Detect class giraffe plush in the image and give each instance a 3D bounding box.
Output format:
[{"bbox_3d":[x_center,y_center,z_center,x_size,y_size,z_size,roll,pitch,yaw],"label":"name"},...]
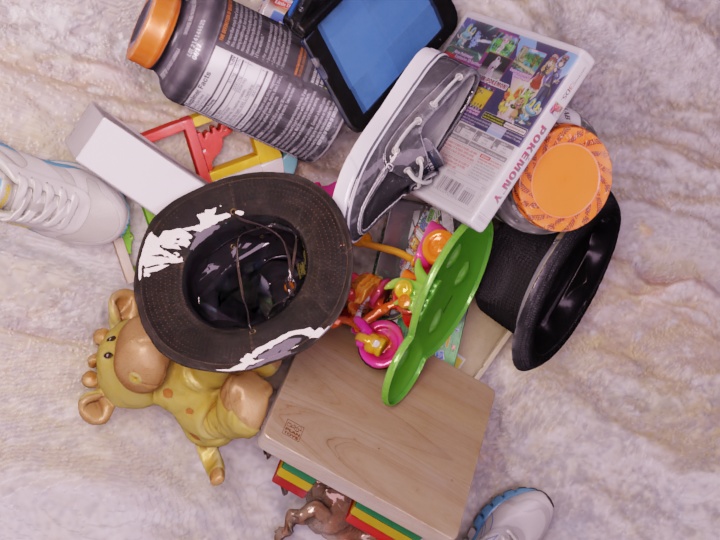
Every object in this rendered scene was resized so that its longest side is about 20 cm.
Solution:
[{"bbox_3d":[-0.174,0.089,1.469,0.160,0.174,0.201,21,132,-13],"label":"giraffe plush"}]

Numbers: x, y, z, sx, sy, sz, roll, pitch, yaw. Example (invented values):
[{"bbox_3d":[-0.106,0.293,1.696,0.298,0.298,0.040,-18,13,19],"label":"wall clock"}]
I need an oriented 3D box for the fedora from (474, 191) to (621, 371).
[{"bbox_3d":[0.179,-0.003,1.565,0.201,0.091,0.202,-45,150,-34],"label":"fedora"}]

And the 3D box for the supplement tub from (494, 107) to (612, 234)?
[{"bbox_3d":[0.154,-0.107,1.486,0.121,0.200,0.124,-5,106,-18],"label":"supplement tub"}]

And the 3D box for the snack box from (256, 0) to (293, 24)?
[{"bbox_3d":[-0.008,-0.214,1.495,0.198,0.024,0.073,27,93,-23],"label":"snack box"}]

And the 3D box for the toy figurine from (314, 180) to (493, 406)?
[{"bbox_3d":[0.000,0.000,1.476,0.183,0.150,0.201,27,80,20],"label":"toy figurine"}]

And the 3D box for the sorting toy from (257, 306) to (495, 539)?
[{"bbox_3d":[0.010,0.152,1.468,0.198,0.200,0.070,29,131,-6],"label":"sorting toy"}]

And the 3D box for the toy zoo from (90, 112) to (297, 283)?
[{"bbox_3d":[-0.150,-0.083,1.483,0.198,0.020,0.133,-22,110,-13],"label":"toy zoo"}]

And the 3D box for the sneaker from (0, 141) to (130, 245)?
[{"bbox_3d":[-0.301,-0.068,1.396,0.198,0.081,0.077,22,107,-21],"label":"sneaker"}]

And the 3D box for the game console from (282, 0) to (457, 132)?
[{"bbox_3d":[0.035,-0.254,1.375,0.118,0.171,0.200,39,54,0],"label":"game console"}]

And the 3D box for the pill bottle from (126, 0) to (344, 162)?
[{"bbox_3d":[-0.110,-0.184,1.410,0.198,0.106,0.107,24,96,-18],"label":"pill bottle"}]

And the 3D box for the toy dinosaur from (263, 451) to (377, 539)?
[{"bbox_3d":[-0.021,0.217,1.578,0.134,0.086,0.203,-12,102,-17],"label":"toy dinosaur"}]

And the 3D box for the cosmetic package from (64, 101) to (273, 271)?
[{"bbox_3d":[-0.173,-0.072,1.422,0.199,0.083,0.051,35,91,-23],"label":"cosmetic package"}]

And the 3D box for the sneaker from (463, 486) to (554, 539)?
[{"bbox_3d":[0.136,0.316,1.657,0.200,0.087,0.075,-42,112,-6],"label":"sneaker"}]

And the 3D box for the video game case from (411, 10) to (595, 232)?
[{"bbox_3d":[0.106,-0.142,1.433,0.023,0.200,0.183,34,90,-33],"label":"video game case"}]

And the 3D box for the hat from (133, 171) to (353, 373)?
[{"bbox_3d":[-0.097,0.010,1.378,0.198,0.081,0.203,-3,70,9],"label":"hat"}]

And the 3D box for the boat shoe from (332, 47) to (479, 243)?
[{"bbox_3d":[0.042,-0.105,1.400,0.201,0.067,0.072,-58,155,-15],"label":"boat shoe"}]

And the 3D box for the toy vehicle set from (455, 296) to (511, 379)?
[{"bbox_3d":[0.062,0.092,1.602,0.124,0.026,0.201,36,91,-24],"label":"toy vehicle set"}]

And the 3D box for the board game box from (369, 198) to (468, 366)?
[{"bbox_3d":[0.056,0.035,1.554,0.103,0.023,0.203,13,94,-9],"label":"board game box"}]
